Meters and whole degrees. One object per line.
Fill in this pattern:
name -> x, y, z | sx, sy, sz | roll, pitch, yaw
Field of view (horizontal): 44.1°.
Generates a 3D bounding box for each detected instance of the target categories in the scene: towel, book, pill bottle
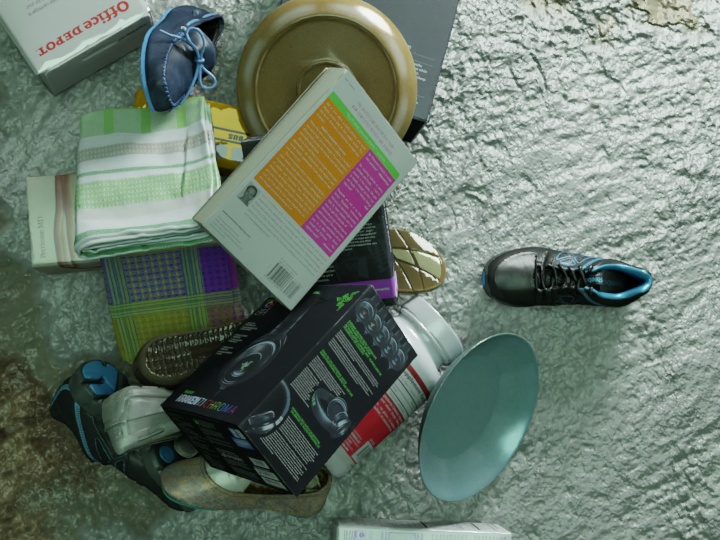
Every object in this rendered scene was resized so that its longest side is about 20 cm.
towel -> -0.219, -0.103, 0.911 | 0.148, 0.031, 0.201 | -8, 52, -7
book -> -0.048, -0.078, 0.869 | 0.200, 0.048, 0.134 | -49, 121, -9
towel -> -0.203, 0.018, 0.961 | 0.142, 0.023, 0.201 | -7, 126, -6
pill bottle -> 0.014, 0.123, 0.989 | 0.200, 0.112, 0.112 | -40, 90, -10

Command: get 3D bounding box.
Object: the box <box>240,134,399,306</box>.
box -> -0.041, -0.054, 0.961 | 0.142, 0.036, 0.202 | -5, 107, 11

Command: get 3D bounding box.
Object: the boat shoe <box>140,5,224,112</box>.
boat shoe -> -0.191, -0.244, 0.971 | 0.068, 0.085, 0.201 | -2, 45, 4

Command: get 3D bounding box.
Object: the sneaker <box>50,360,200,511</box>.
sneaker -> -0.251, 0.189, 0.974 | 0.082, 0.073, 0.200 | -36, 99, 26

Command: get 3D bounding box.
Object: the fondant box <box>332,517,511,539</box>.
fondant box -> 0.065, 0.359, 0.998 | 0.198, 0.058, 0.146 | 4, 83, -6

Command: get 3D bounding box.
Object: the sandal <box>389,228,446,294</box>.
sandal -> 0.000, 0.000, 1.033 | 0.198, 0.054, 0.081 | -4, 65, 8

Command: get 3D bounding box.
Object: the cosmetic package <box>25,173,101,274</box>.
cosmetic package -> -0.258, -0.056, 0.988 | 0.198, 0.087, 0.104 | -7, 86, -8

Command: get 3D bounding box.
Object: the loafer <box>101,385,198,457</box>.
loafer -> -0.180, 0.164, 0.942 | 0.199, 0.070, 0.070 | 7, 61, -43

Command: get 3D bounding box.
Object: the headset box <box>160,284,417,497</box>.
headset box -> -0.067, 0.103, 0.872 | 0.200, 0.174, 0.093 | -45, 114, -27

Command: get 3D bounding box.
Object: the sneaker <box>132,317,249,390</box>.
sneaker -> -0.151, 0.094, 0.981 | 0.199, 0.075, 0.071 | 1, 72, -27

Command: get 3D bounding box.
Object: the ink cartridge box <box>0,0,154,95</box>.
ink cartridge box -> -0.347, -0.324, 1.007 | 0.145, 0.084, 0.201 | -33, 89, -10

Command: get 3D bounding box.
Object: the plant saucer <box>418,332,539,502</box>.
plant saucer -> 0.124, 0.159, 0.996 | 0.200, 0.039, 0.202 | -21, 121, -38

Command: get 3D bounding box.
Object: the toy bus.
toy bus -> -0.161, -0.152, 1.023 | 0.198, 0.065, 0.079 | 10, 84, -6

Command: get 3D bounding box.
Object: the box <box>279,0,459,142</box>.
box -> 0.000, -0.273, 1.035 | 0.199, 0.104, 0.183 | 17, 84, -5

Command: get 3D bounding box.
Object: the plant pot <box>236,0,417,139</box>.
plant pot -> -0.037, -0.194, 0.960 | 0.198, 0.028, 0.202 | 0, 107, 0

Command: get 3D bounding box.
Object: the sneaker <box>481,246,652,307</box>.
sneaker -> 0.243, 0.006, 1.046 | 0.198, 0.082, 0.074 | 0, 85, -6

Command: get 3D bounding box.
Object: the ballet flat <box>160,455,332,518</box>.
ballet flat -> -0.115, 0.219, 0.953 | 0.199, 0.068, 0.067 | 16, 122, -36
